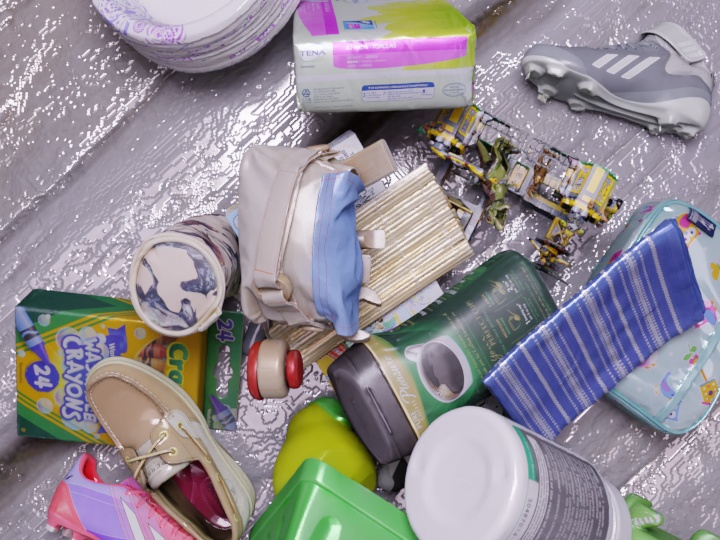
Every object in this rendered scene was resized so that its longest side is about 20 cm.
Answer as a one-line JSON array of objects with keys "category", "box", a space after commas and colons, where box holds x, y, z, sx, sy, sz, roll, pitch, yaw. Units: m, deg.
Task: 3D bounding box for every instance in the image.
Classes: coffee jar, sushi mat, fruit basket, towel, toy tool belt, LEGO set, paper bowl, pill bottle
[{"category": "coffee jar", "box": [0.073, 0.074, 0.701, 0.197, 0.085, 0.106, -30, 92, -12]}, {"category": "sushi mat", "box": [0.000, 0.000, 0.718, 0.198, 0.012, 0.097, -34, 106, 1]}, {"category": "fruit basket", "box": [-0.024, 0.223, 0.729, 0.154, 0.216, 0.218, 32, 87, -1]}, {"category": "towel", "box": [0.201, 0.061, 0.685, 0.199, 0.145, 0.024, -40, 46, 0]}, {"category": "toy tool belt", "box": [-0.030, 0.002, 0.643, 0.120, 0.125, 0.205, 0, 95, 7]}, {"category": "LEGO set", "box": [0.126, -0.056, 0.744, 0.197, 0.154, 0.118, 29, 87, 2]}, {"category": "paper bowl", "box": [-0.142, -0.279, 0.744, 0.196, 0.104, 0.206, -3, 78, 14]}, {"category": "pill bottle", "box": [0.136, 0.192, 0.670, 0.198, 0.112, 0.115, 30, 86, -39]}]

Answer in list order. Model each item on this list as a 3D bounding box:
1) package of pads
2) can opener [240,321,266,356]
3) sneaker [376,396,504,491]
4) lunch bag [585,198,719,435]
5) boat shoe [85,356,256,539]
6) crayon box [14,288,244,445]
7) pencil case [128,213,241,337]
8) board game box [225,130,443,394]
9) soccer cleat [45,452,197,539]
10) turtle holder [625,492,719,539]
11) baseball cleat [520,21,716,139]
[{"category": "package of pads", "box": [0.017, -0.196, 0.717, 0.150, 0.201, 0.070, -4, 117, -3]}, {"category": "can opener", "box": [-0.060, -0.008, 0.778, 0.052, 0.066, 0.204, 22, 92, -3]}, {"category": "sneaker", "box": [0.091, 0.131, 0.772, 0.087, 0.076, 0.202, 33, 88, -1]}, {"category": "lunch bag", "box": [0.295, 0.042, 0.782, 0.159, 0.077, 0.202, 35, 88, 0]}, {"category": "boat shoe", "box": [-0.164, 0.161, 0.711, 0.074, 0.067, 0.201, -38, 105, 12]}, {"category": "crayon box", "box": [-0.210, 0.094, 0.752, 0.195, 0.052, 0.129, 6, 108, -3]}, {"category": "pencil case", "box": [-0.138, 0.000, 0.703, 0.089, 0.200, 0.078, 35, 97, -5]}, {"category": "board game box", "box": [-0.014, -0.002, 0.740, 0.133, 0.034, 0.202, -32, 107, 0]}, {"category": "soccer cleat", "box": [-0.193, 0.233, 0.744, 0.196, 0.067, 0.078, 17, 72, 17]}, {"category": "turtle holder", "box": [0.250, 0.281, 0.742, 0.182, 0.141, 0.134, 25, 88, -6]}, {"category": "baseball cleat", "box": [0.252, -0.200, 0.801, 0.196, 0.070, 0.109, 19, 81, -12]}]
